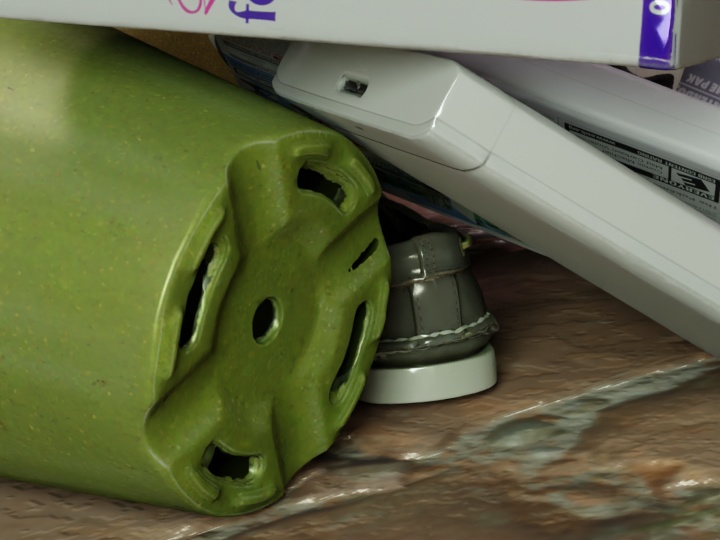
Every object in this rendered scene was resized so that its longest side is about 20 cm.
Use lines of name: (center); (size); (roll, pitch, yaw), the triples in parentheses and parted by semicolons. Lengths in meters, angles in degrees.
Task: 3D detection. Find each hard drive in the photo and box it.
hard drive: (0.078, -0.011, 0.680); (0.200, 0.027, 0.132); (29, -1, -23)

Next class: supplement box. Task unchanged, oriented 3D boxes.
supplement box: (0.005, -0.114, 0.620); (0.200, 0.101, 0.103); (6, 10, 21)

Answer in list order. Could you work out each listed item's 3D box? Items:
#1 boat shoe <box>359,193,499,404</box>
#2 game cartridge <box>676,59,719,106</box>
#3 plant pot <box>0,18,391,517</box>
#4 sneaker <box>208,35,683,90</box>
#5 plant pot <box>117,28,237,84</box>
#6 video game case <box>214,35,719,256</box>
boat shoe: (0.003, -0.001, 0.857); (0.072, 0.060, 0.202); (-10, 13, -13)
game cartridge: (0.114, -0.084, 0.850); (0.200, 0.040, 0.133); (29, 74, 35)
plant pot: (-0.098, -0.006, 0.714); (0.190, 0.200, 0.200); (16, 23, 30)
sneaker: (0.028, -0.088, 0.827); (0.200, 0.088, 0.076); (-9, -16, 28)
plant pot: (-0.051, -0.119, 0.980); (0.200, 0.187, 0.186); (-15, 15, -17)
video game case: (0.045, -0.046, 0.765); (0.200, 0.022, 0.182); (22, -12, 12)
